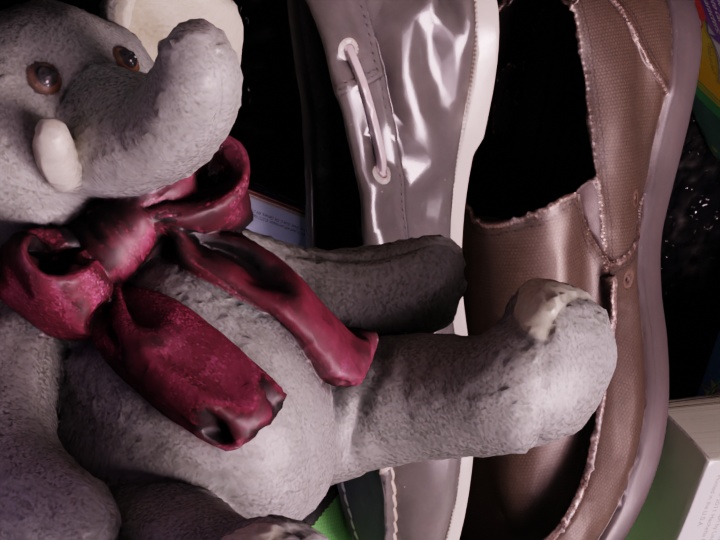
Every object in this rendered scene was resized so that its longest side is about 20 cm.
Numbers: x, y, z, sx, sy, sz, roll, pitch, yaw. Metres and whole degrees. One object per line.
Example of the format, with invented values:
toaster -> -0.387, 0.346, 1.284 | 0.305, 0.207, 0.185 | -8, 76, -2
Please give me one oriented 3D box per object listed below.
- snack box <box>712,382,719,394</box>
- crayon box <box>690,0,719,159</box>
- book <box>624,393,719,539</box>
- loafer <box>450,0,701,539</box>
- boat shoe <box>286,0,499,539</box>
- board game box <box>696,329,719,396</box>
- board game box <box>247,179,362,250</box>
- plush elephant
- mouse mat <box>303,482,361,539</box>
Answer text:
snack box -> 0.236, 0.019, 1.017 | 0.168, 0.068, 0.200 | 31, 98, -45
crayon box -> 0.140, -0.090, 0.877 | 0.058, 0.119, 0.200 | -41, 136, -11
book -> 0.167, 0.100, 0.943 | 0.199, 0.048, 0.134 | -4, 124, -32
loafer -> 0.050, -0.002, 0.866 | 0.071, 0.073, 0.201 | 14, 80, -49
boat shoe -> 0.000, 0.000, 0.839 | 0.057, 0.067, 0.201 | -5, 110, -24
board game box -> 0.218, 0.014, 1.076 | 0.199, 0.034, 0.136 | -4, 119, -38
board game box -> -0.084, 0.008, 0.827 | 0.200, 0.019, 0.103 | 21, 101, -46
plush elephant -> -0.057, -0.005, 0.727 | 0.164, 0.199, 0.155 | -32, 112, -38
mouse mat -> 0.023, 0.139, 0.893 | 0.161, 0.008, 0.200 | 62, 33, -13
